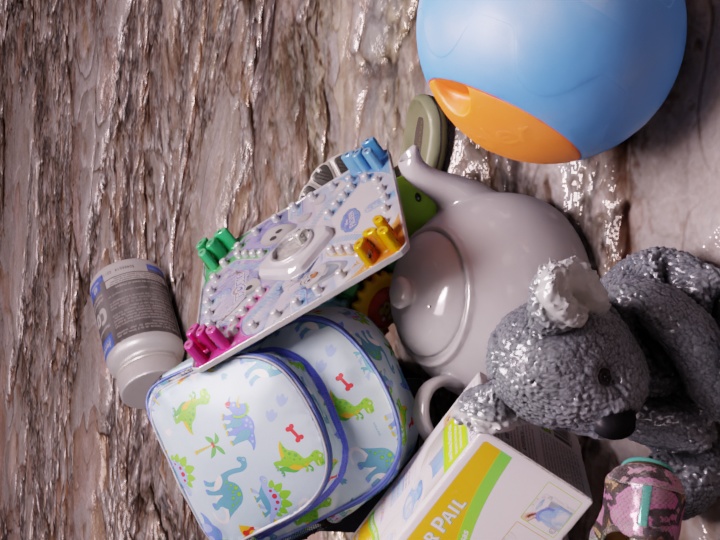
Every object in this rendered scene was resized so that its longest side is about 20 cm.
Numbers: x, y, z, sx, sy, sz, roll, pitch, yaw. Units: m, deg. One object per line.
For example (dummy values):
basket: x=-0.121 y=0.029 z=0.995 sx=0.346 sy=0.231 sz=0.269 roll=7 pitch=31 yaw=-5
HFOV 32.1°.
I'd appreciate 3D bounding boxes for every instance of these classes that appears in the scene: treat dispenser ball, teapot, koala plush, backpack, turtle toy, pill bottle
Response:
treat dispenser ball: x=0.142 y=-0.181 z=0.942 sx=0.201 sy=0.201 sz=0.201 roll=-7 pitch=82 yaw=60
teapot: x=0.092 y=0.027 z=1.071 sx=0.200 sy=0.146 sz=0.198 roll=54 pitch=133 yaw=45
koala plush: x=0.169 y=0.064 z=0.881 sx=0.177 sy=0.200 sz=0.184 roll=-62 pitch=39 yaw=37
backpack: x=-0.061 y=0.131 z=1.042 sx=0.200 sy=0.147 sz=0.183 roll=-28 pitch=85 yaw=13
turtle toy: x=0.000 y=0.000 z=1.165 sx=0.101 sy=0.146 sz=0.200 roll=23 pitch=84 yaw=38
pill bottle: x=-0.318 y=0.092 z=1.805 sx=0.114 sy=0.114 sz=0.200 roll=-58 pitch=41 yaw=40

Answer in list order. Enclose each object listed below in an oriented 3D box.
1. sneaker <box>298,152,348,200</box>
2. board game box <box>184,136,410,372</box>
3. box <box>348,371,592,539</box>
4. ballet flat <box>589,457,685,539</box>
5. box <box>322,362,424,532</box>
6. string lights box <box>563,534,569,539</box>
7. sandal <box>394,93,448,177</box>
sneaker: x=-0.044 y=-0.041 z=1.383 sx=0.083 sy=0.081 sz=0.200 roll=-93 pitch=26 yaw=-71
board game box: x=-0.058 y=-0.020 z=1.047 sx=0.200 sy=0.026 sz=0.200 roll=-30 pitch=26 yaw=12
box: x=0.076 y=0.201 z=0.979 sx=0.200 sy=0.101 sz=0.113 roll=-54 pitch=8 yaw=18
ballet flat: x=0.191 y=0.202 z=0.875 sx=0.200 sy=0.069 sz=0.071 roll=77 pitch=-152 yaw=-55
box: x=-0.009 y=0.161 z=1.215 sx=0.200 sy=0.104 sz=0.148 roll=-174 pitch=87 yaw=-82
string lights box: x=0.103 y=0.257 z=1.121 sx=0.200 sy=0.059 sz=0.103 roll=-40 pitch=55 yaw=52
sandal: x=0.042 y=-0.076 z=1.249 sx=0.080 sy=0.057 sz=0.201 roll=19 pitch=107 yaw=59
